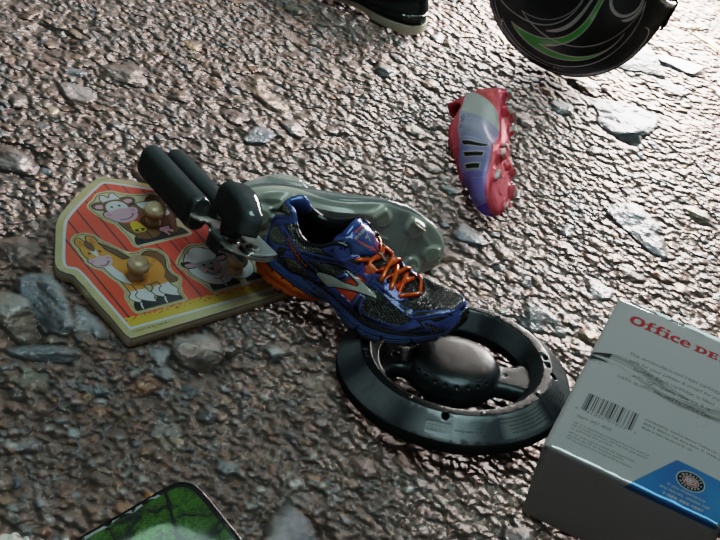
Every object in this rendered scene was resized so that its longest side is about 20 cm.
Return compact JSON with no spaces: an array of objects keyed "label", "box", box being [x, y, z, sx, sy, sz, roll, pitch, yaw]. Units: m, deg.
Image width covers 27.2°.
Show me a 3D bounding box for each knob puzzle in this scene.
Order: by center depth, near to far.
[{"label":"knob puzzle","box":[-0.178,-0.028,1.299,0.217,0.031,0.221,11,36,-8]}]

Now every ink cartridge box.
[{"label":"ink cartridge box","box":[0.235,0.133,1.196,0.143,0.085,0.200,24,42,13]}]

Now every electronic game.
[{"label":"electronic game","box":[0.077,0.086,1.245,0.197,0.042,0.201,7,31,-4]}]

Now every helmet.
[{"label":"helmet","box":[0.250,-0.323,1.737,0.200,0.190,0.202,38,34,-33]}]

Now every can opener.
[{"label":"can opener","box":[-0.130,-0.063,1.293,0.052,0.067,0.200,9,20,-38]}]

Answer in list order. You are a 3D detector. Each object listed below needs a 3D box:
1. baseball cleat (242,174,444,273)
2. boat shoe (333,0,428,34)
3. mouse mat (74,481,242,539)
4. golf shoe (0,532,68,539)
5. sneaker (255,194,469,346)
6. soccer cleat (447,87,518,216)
[{"label":"baseball cleat","box":[-0.020,-0.052,1.367,0.198,0.070,0.107,15,18,-20]},{"label":"boat shoe","box":[-0.004,-0.350,1.768,0.198,0.067,0.074,31,38,18]},{"label":"mouse mat","box":[-0.135,0.223,0.891,0.199,0.008,0.161,-27,61,-34]},{"label":"golf shoe","box":[-0.199,0.196,0.950,0.198,0.076,0.092,-16,54,-39]},{"label":"sneaker","box":[0.000,0.000,1.246,0.198,0.079,0.075,22,34,17]},{"label":"soccer cleat","box":[0.121,-0.119,1.533,0.075,0.067,0.201,-10,38,16]}]
